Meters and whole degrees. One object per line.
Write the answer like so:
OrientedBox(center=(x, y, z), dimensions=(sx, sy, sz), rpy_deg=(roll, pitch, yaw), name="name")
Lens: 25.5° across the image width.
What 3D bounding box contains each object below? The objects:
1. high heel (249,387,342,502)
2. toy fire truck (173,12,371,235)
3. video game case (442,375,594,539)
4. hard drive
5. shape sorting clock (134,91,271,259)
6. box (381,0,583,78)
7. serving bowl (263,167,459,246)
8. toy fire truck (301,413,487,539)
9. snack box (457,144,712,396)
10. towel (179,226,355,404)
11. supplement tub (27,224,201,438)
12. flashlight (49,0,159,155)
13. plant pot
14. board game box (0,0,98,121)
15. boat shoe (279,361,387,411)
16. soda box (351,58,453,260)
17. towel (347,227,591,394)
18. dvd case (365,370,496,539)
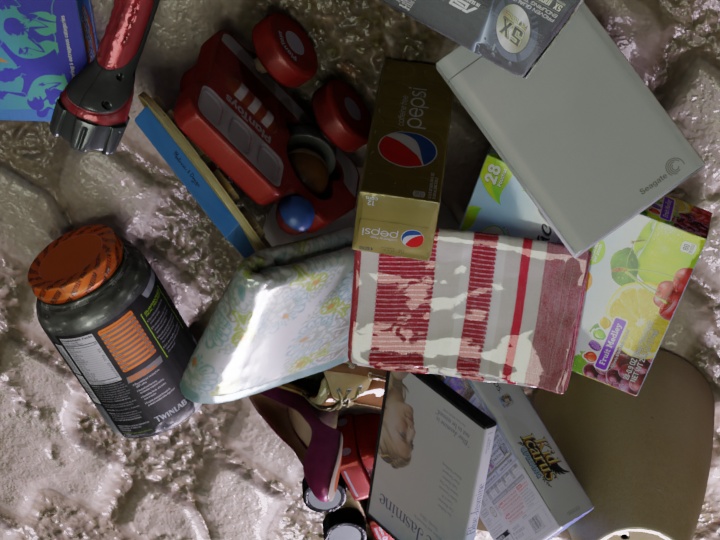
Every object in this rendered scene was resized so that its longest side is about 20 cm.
OrientedBox(center=(-0.069, 0.172, 1.595), dimensions=(0.096, 0.200, 0.068), rpy_deg=(6, 108, -5), name="high heel")
OrientedBox(center=(-0.078, -0.112, 1.381), dimensions=(0.112, 0.168, 0.200), rpy_deg=(-28, 120, 27), name="toy fire truck")
OrientedBox(center=(0.138, 0.183, 1.552), dimensions=(0.045, 0.181, 0.200), rpy_deg=(-28, 167, -18), name="video game case")
OrientedBox(center=(0.173, -0.129, 1.322), dimensions=(0.132, 0.027, 0.200), rpy_deg=(-35, 82, -2), name="hard drive")
OrientedBox(center=(-0.133, -0.078, 1.416), dimensions=(0.039, 0.200, 0.200), rpy_deg=(-38, 119, -1), name="shape sorting clock")
OrientedBox(center=(0.070, -0.266, 1.239), dimensions=(0.200, 0.164, 0.086), rpy_deg=(26, 127, -14), name="box")
OrientedBox(center=(0.000, 0.000, 1.530), dimensions=(0.200, 0.066, 0.200), rpy_deg=(3, 130, 4), name="serving bowl")
OrientedBox(center=(0.051, 0.236, 1.690), dimensions=(0.200, 0.129, 0.176), rpy_deg=(-19, 125, 7), name="toy fire truck")
OrientedBox(center=(0.181, -0.005, 1.390), dimensions=(0.200, 0.068, 0.169), rpy_deg=(21, 119, 7), name="snack box")
OrientedBox(center=(-0.057, 0.035, 1.422), dimensions=(0.048, 0.200, 0.171), rpy_deg=(49, 134, 26), name="towel")
OrientedBox(center=(-0.240, 0.060, 1.574), dimensions=(0.122, 0.123, 0.200), rpy_deg=(-14, 125, 18), name="supplement tub")
OrientedBox(center=(-0.209, -0.199, 1.361), dimensions=(0.068, 0.068, 0.200), rpy_deg=(6, 122, -31), name="flashlight")
OrientedBox(center=(0.267, 0.210, 1.574), dimensions=(0.187, 0.200, 0.188), rpy_deg=(2, 130, 3), name="plant pot")
OrientedBox(center=(-0.337, -0.208, 1.419), dimensions=(0.200, 0.045, 0.152), rpy_deg=(2, 129, 7), name="board game box")
OrientedBox(center=(-0.031, 0.110, 1.613), dimensions=(0.200, 0.074, 0.076), rpy_deg=(20, 136, -7), name="boat shoe")
OrientedBox(center=(0.039, -0.099, 1.355), dimensions=(0.068, 0.200, 0.064), rpy_deg=(8, 130, 1), name="soda box")
OrientedBox(center=(0.090, 0.031, 1.368), dimensions=(0.200, 0.023, 0.144), rpy_deg=(7, 119, 5), name="towel")
OrientedBox(center=(0.065, 0.195, 1.545), dimensions=(0.018, 0.143, 0.200), rpy_deg=(-17, 128, -36), name="dvd case")
